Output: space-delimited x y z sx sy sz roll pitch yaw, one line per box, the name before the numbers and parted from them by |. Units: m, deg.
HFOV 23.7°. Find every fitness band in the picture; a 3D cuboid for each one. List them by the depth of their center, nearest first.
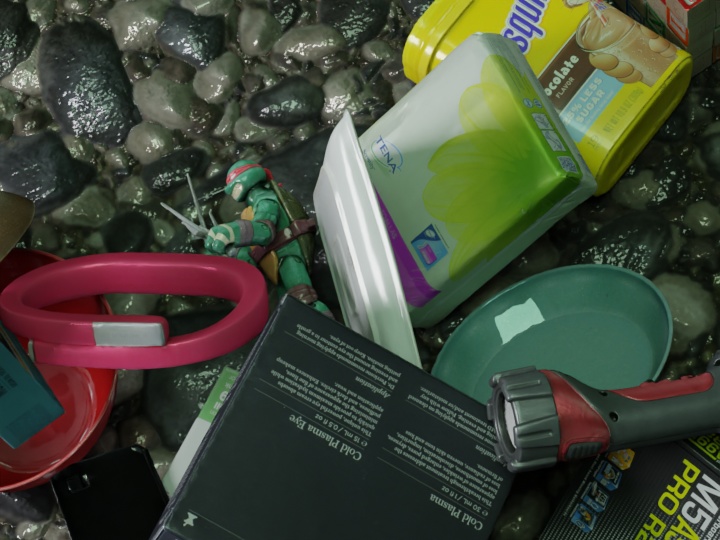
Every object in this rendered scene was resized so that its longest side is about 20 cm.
fitness band | -0.164 0.027 1.247 0.198 0.144 0.038 3 111 17

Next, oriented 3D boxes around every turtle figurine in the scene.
turtle figurine | -0.079 -0.015 1.360 0.100 0.150 0.201 -28 78 -1

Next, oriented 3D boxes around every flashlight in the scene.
flashlight | 0.185 0.085 1.130 0.198 0.068 0.068 -10 100 -13

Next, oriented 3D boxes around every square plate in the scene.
square plate | 0.000 0.000 1.272 0.028 0.198 0.202 -15 82 -7

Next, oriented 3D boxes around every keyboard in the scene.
keyboard | -0.162 0.222 1.174 0.103 0.040 0.201 -14 62 -23

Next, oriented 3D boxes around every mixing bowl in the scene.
mixing bowl | -0.274 0.095 1.358 0.198 0.109 0.202 -3 65 7

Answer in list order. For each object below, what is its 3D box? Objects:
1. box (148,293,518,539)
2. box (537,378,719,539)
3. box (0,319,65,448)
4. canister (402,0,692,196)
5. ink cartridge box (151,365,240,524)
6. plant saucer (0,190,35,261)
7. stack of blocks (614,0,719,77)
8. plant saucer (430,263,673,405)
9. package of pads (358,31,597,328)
box | -0.015 0.152 1.151 0.199 0.104 0.183 30 64 -3
box | 0.213 0.202 1.204 0.160 0.201 0.044 39 35 22
box | -0.276 0.052 1.207 0.049 0.200 0.082 -35 66 -8
canister | 0.157 -0.171 1.425 0.199 0.087 0.149 35 75 19
ink cartridge box | -0.099 0.194 1.268 0.087 0.146 0.201 21 71 17
plant saucer | -0.342 -0.005 1.321 0.199 0.037 0.201 -29 23 13
stack of blocks | 0.252 -0.256 1.383 0.058 0.200 0.115 -33 65 -5
plant saucer | 0.148 0.077 1.307 0.199 0.036 0.201 -21 36 15
package of pads | 0.074 -0.073 1.357 0.200 0.068 0.155 -40 63 27
